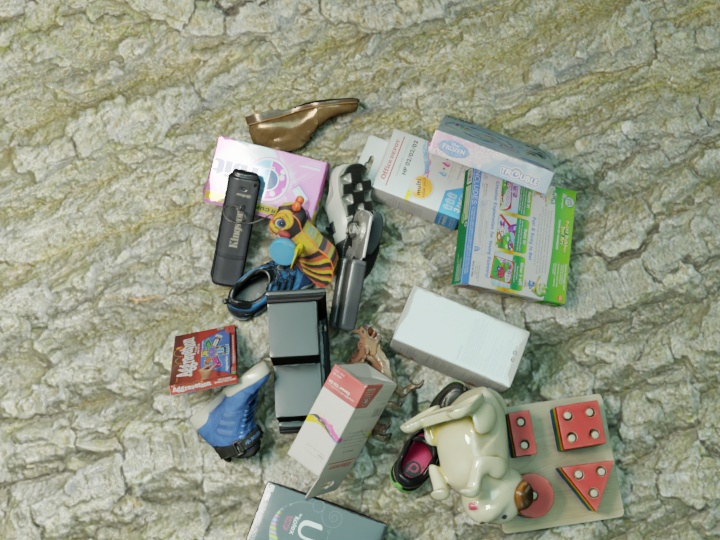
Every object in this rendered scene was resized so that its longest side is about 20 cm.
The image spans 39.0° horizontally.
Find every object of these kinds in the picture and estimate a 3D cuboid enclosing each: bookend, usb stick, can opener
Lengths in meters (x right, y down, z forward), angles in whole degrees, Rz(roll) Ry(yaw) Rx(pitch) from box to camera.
[{"bbox_3d":[-0.093,0.145,1.591,0.092,0.200,0.200,-3,76,-2],"label":"bookend"},{"bbox_3d":[-0.206,-0.067,1.675,0.055,0.033,0.201,13,109,-1],"label":"usb stick"},{"bbox_3d":[0.000,0.000,1.659,0.067,0.053,0.201,10,90,-34],"label":"can opener"}]

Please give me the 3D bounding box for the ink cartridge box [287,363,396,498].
[{"bbox_3d":[-0.036,0.244,1.558,0.067,0.116,0.201,32,99,24],"label":"ink cartridge box"}]

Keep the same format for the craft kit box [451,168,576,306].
[{"bbox_3d":[0.257,-0.055,1.691,0.197,0.048,0.201,12,79,-16],"label":"craft kit box"}]

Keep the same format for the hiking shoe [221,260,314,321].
[{"bbox_3d":[-0.133,0.014,1.678,0.200,0.087,0.074,-37,80,-9],"label":"hiking shoe"}]

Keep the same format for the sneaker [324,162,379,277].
[{"bbox_3d":[-0.020,-0.081,1.719,0.074,0.088,0.201,-5,98,-31],"label":"sneaker"}]

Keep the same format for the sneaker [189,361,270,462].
[{"bbox_3d":[-0.179,0.229,1.592,0.111,0.077,0.200,52,125,4],"label":"sneaker"}]

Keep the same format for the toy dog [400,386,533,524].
[{"bbox_3d":[0.177,0.292,1.552,0.139,0.194,0.201,-23,89,33],"label":"toy dog"}]

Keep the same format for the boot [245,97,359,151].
[{"bbox_3d":[-0.094,-0.253,1.761,0.199,0.074,0.076,-14,96,0],"label":"boot"}]

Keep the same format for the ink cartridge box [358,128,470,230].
[{"bbox_3d":[0.090,-0.162,1.734,0.199,0.068,0.116,20,76,3],"label":"ink cartridge box"}]

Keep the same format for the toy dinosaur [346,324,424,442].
[{"bbox_3d":[0.009,0.197,1.646,0.135,0.086,0.201,31,94,16],"label":"toy dinosaur"}]

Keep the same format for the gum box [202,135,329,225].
[{"bbox_3d":[-0.162,-0.149,1.711,0.199,0.066,0.114,14,93,1],"label":"gum box"}]

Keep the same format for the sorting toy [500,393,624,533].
[{"bbox_3d":[0.313,0.308,1.629,0.199,0.070,0.200,-8,77,-3],"label":"sorting toy"}]

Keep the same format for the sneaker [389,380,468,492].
[{"bbox_3d":[0.120,0.269,1.626,0.077,0.084,0.200,31,78,5],"label":"sneaker"}]

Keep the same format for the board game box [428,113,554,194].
[{"bbox_3d":[0.219,-0.195,1.682,0.199,0.199,0.044,21,107,3],"label":"board game box"}]

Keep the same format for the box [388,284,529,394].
[{"bbox_3d":[0.156,0.115,1.642,0.199,0.124,0.098,22,77,3],"label":"box"}]

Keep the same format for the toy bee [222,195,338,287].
[{"bbox_3d":[-0.106,-0.059,1.606,0.199,0.109,0.131,22,44,-29],"label":"toy bee"}]

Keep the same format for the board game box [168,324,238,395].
[{"bbox_3d":[-0.245,0.138,1.599,0.102,0.200,0.020,-12,109,-4],"label":"board game box"}]

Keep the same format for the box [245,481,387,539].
[{"bbox_3d":[-0.070,0.416,1.576,0.199,0.106,0.123,19,78,3],"label":"box"}]
